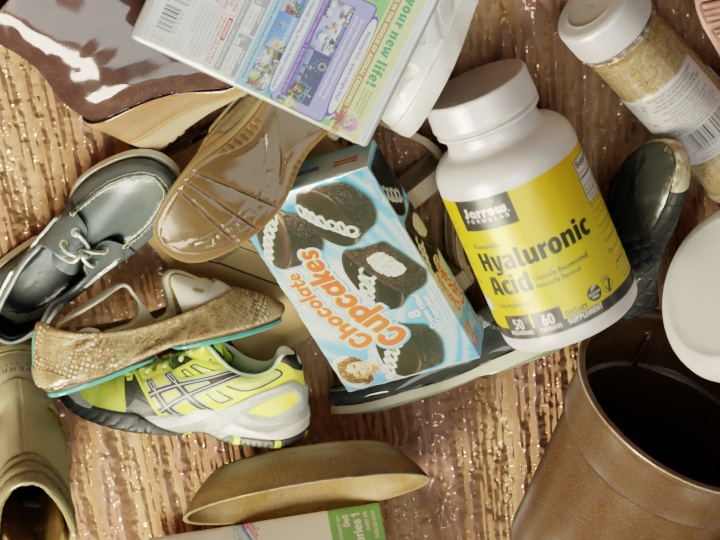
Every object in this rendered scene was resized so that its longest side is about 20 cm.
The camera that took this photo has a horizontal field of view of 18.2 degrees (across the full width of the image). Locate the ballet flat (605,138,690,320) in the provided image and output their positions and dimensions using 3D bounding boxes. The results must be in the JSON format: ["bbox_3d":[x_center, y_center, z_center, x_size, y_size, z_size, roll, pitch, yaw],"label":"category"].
[{"bbox_3d":[0.220,-0.035,1.724,0.057,0.067,0.200,-11,147,-17],"label":"ballet flat"}]

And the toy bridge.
[{"bbox_3d":[0.039,-0.060,1.701,0.067,0.027,0.200,-40,123,-9],"label":"toy bridge"}]

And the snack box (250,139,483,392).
[{"bbox_3d":[0.000,0.000,1.694,0.116,0.037,0.200,-16,127,23],"label":"snack box"}]

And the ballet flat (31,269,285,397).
[{"bbox_3d":[-0.153,0.036,1.686,0.199,0.070,0.066,-18,100,-20],"label":"ballet flat"}]

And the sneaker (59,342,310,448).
[{"bbox_3d":[-0.136,0.087,1.756,0.199,0.075,0.077,5,103,1],"label":"sneaker"}]

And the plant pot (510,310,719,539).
[{"bbox_3d":[0.227,0.171,1.810,0.199,0.201,0.199,12,129,-17],"label":"plant pot"}]

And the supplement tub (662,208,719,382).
[{"bbox_3d":[0.343,0.036,1.738,0.199,0.141,0.141,19,120,-39],"label":"supplement tub"}]

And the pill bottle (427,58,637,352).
[{"bbox_3d":[0.121,-0.050,1.670,0.111,0.111,0.201,-23,108,6],"label":"pill bottle"}]

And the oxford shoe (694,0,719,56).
[{"bbox_3d":[0.289,-0.188,1.651,0.070,0.074,0.201,-6,110,21],"label":"oxford shoe"}]

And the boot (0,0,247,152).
[{"bbox_3d":[-0.145,-0.181,1.572,0.200,0.073,0.166,-39,123,21],"label":"boot"}]

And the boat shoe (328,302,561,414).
[{"bbox_3d":[0.063,0.064,1.788,0.199,0.072,0.068,-22,87,14],"label":"boat shoe"}]

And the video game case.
[{"bbox_3d":[-0.034,-0.209,1.531,0.181,0.022,0.201,24,106,-9],"label":"video game case"}]

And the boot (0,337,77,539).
[{"bbox_3d":[-0.253,0.170,1.731,0.072,0.156,0.201,-7,137,-11],"label":"boot"}]

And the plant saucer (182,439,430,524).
[{"bbox_3d":[-0.045,0.166,1.791,0.199,0.036,0.200,-9,167,-2],"label":"plant saucer"}]

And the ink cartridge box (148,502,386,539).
[{"bbox_3d":[-0.072,0.282,1.878,0.199,0.084,0.145,-8,134,-4],"label":"ink cartridge box"}]

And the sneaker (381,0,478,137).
[{"bbox_3d":[0.023,-0.200,1.595,0.115,0.074,0.201,15,111,-15],"label":"sneaker"}]

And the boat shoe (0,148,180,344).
[{"bbox_3d":[-0.206,-0.013,1.665,0.200,0.062,0.073,-37,119,28],"label":"boat shoe"}]

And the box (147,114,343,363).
[{"bbox_3d":[-0.069,-0.034,1.715,0.163,0.021,0.200,-31,122,12],"label":"box"}]

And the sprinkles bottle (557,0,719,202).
[{"bbox_3d":[0.230,-0.134,1.669,0.068,0.068,0.200,-38,121,16],"label":"sprinkles bottle"}]

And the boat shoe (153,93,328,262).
[{"bbox_3d":[-0.075,-0.089,1.622,0.071,0.065,0.200,38,106,-22],"label":"boat shoe"}]
